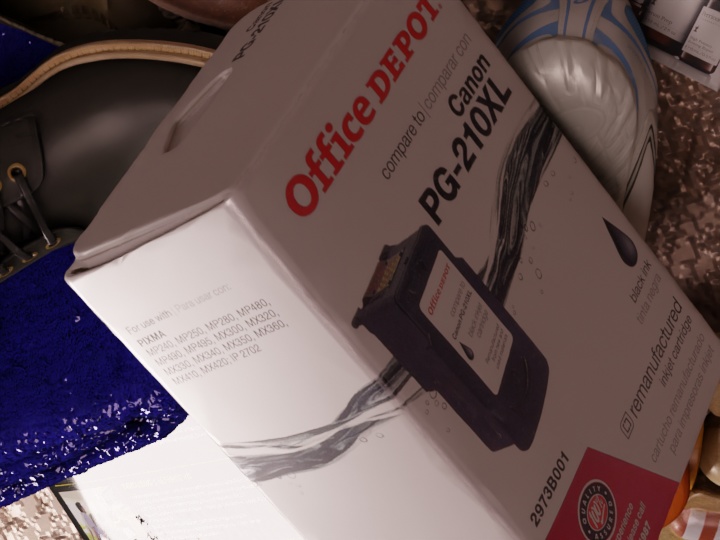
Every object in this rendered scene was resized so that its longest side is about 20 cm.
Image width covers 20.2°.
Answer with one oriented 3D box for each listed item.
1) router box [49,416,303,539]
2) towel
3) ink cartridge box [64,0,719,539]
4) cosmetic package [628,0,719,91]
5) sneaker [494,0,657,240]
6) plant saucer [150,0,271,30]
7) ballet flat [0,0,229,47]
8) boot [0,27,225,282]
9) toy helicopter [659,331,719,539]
[{"bbox_3d":[-0.064,0.082,0.880,0.199,0.051,0.150,-14,112,48],"label":"router box"},{"bbox_3d":[-0.139,-0.012,0.828,0.147,0.049,0.201,-25,63,29],"label":"towel"},{"bbox_3d":[0.020,0.014,0.672,0.084,0.145,0.200,-22,117,41],"label":"ink cartridge box"},{"bbox_3d":[0.065,-0.152,0.752,0.199,0.051,0.083,27,120,4],"label":"cosmetic package"},{"bbox_3d":[0.077,-0.021,0.768,0.071,0.073,0.201,15,133,12],"label":"sneaker"},{"bbox_3d":[-0.046,-0.180,0.689,0.199,0.037,0.202,18,127,25],"label":"plant saucer"},{"bbox_3d":[-0.113,-0.112,0.791,0.199,0.046,0.068,34,103,29],"label":"ballet flat"},{"bbox_3d":[-0.130,-0.009,0.719,0.199,0.139,0.078,-15,122,25],"label":"boot"},{"bbox_3d":[0.175,0.106,0.853,0.131,0.079,0.201,-17,122,16],"label":"toy helicopter"}]
